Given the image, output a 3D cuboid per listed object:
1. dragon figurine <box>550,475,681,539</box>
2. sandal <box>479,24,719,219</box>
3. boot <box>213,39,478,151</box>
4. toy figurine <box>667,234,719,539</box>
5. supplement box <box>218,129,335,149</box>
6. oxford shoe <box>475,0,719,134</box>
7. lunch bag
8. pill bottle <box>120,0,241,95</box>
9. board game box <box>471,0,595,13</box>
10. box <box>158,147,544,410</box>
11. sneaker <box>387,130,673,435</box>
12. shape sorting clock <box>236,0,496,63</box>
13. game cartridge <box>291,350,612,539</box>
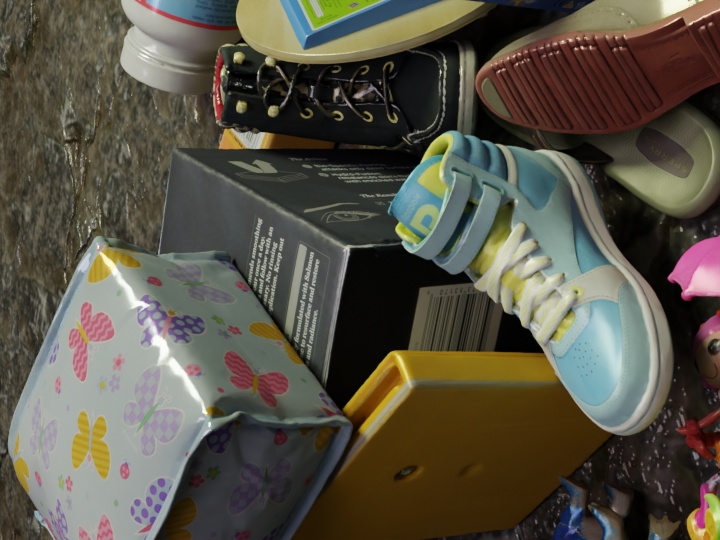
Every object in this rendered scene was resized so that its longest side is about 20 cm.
[{"bbox_3d":[0.143,0.185,0.826,0.200,0.058,0.100,-149,71,-71],"label":"dragon figurine"},{"bbox_3d":[0.139,-0.096,0.847,0.201,0.057,0.080,35,119,44],"label":"sandal"},{"bbox_3d":[-0.013,-0.114,0.912,0.204,0.152,0.074,-155,67,-77],"label":"boot"},{"bbox_3d":[0.217,0.069,0.737,0.200,0.149,0.185,109,157,-61],"label":"toy figurine"},{"bbox_3d":[-0.043,-0.156,1.065,0.069,0.066,0.201,50,128,40],"label":"supplement box"},{"bbox_3d":[0.160,-0.131,0.790,0.199,0.071,0.074,-10,45,29],"label":"oxford shoe"},{"bbox_3d":[-0.117,0.110,0.816,0.170,0.127,0.201,49,118,40],"label":"lunch bag"},{"bbox_3d":[-0.132,-0.250,1.135,0.109,0.108,0.201,44,124,40],"label":"pill bottle"},{"bbox_3d":[0.066,-0.216,0.819,0.034,0.199,0.136,-48,57,41],"label":"board game box"},{"bbox_3d":[0.000,0.000,0.916,0.200,0.196,0.118,30,116,46],"label":"box"},{"bbox_3d":[0.082,0.002,0.762,0.080,0.130,0.201,-57,36,31],"label":"sneaker"},{"bbox_3d":[0.015,-0.188,0.907,0.199,0.200,0.039,26,148,47],"label":"shape sorting clock"},{"bbox_3d":[0.061,0.108,0.844,0.177,0.199,0.033,-52,50,38],"label":"game cartridge"}]
